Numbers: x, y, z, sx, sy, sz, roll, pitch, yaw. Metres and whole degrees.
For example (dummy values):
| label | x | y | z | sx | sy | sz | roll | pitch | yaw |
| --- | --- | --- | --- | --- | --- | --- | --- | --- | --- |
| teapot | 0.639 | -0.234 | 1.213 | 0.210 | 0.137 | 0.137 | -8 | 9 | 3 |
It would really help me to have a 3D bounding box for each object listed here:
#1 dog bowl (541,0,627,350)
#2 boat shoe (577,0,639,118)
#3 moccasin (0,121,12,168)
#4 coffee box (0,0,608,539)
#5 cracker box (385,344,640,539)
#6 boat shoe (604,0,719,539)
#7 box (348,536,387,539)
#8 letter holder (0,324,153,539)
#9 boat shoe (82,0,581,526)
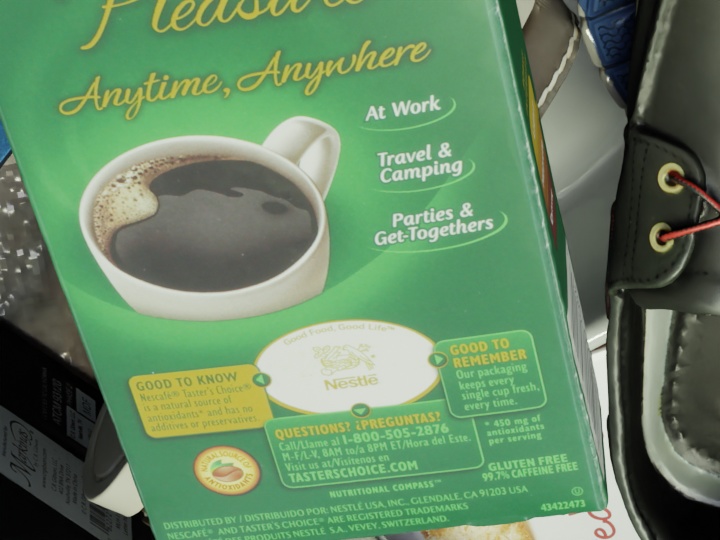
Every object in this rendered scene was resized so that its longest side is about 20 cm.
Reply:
| label | x | y | z | sx | sy | sz | roll | pitch | yaw |
| --- | --- | --- | --- | --- | --- | --- | --- | --- | --- |
| dog bowl | 0.022 | -0.070 | 0.789 | 0.198 | 0.079 | 0.201 | -4 | 119 | -7 |
| boat shoe | 0.121 | -0.029 | 0.736 | 0.072 | 0.073 | 0.201 | -16 | 121 | 19 |
| moccasin | -0.122 | -0.055 | 0.765 | 0.199 | 0.069 | 0.080 | -28 | 125 | 37 |
| coffee box | -0.014 | -0.020 | 0.645 | 0.122 | 0.044 | 0.201 | -8 | 128 | 12 |
| cracker box | 0.048 | 0.081 | 0.886 | 0.199 | 0.058 | 0.135 | -19 | 119 | 2 |
| boat shoe | 0.098 | -0.011 | 0.668 | 0.073 | 0.063 | 0.203 | 8 | 125 | 13 |
| box | -0.055 | 0.179 | 0.827 | 0.109 | 0.128 | 0.200 | 47 | 132 | -13 |
| letter holder | -0.139 | 0.116 | 0.787 | 0.100 | 0.200 | 0.142 | 36 | 107 | -21 |
| boat shoe | 0.000 | 0.000 | 0.737 | 0.059 | 0.072 | 0.200 | 30 | 114 | -20 |
